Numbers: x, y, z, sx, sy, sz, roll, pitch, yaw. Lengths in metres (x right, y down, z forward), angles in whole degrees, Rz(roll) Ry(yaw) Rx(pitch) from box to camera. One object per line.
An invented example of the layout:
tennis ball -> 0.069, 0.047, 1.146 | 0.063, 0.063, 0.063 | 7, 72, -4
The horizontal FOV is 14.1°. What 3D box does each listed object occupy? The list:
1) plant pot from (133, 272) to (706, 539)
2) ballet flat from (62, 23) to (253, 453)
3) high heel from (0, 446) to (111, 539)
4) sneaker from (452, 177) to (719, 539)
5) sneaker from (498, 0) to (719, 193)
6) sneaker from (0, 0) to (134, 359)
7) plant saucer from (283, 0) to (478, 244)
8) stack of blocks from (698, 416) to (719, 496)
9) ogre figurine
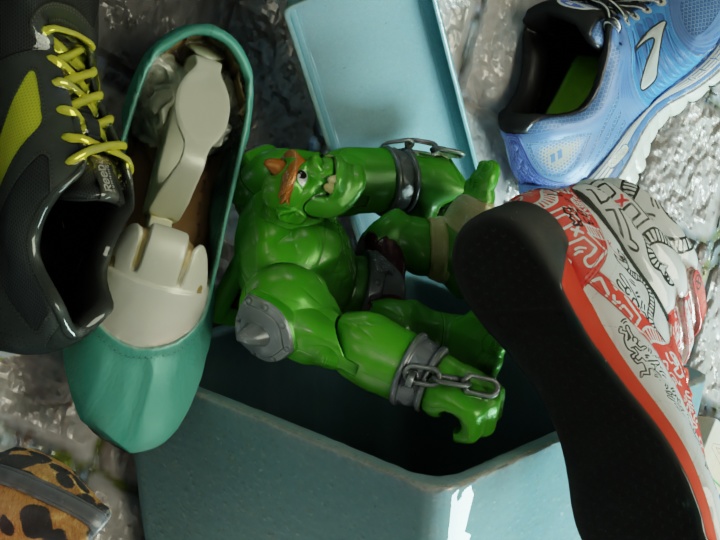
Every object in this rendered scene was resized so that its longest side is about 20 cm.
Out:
plant pot -> 0.021, 0.136, 1.356 | 0.196, 0.196, 0.201 | -18, 118, -46
ballet flat -> -0.088, -0.022, 1.278 | 0.067, 0.070, 0.201 | 12, 67, -7
high heel -> -0.119, 0.145, 1.229 | 0.200, 0.142, 0.071 | 52, 57, -36
sneaker -> 0.125, 0.052, 1.248 | 0.108, 0.067, 0.202 | -21, 80, -50
sneaker -> 0.138, -0.120, 1.536 | 0.200, 0.078, 0.089 | -55, 132, -29
sneaker -> -0.127, -0.058, 1.246 | 0.074, 0.084, 0.201 | 6, 89, -48
plant saucer -> 0.014, -0.074, 1.382 | 0.070, 0.019, 0.200 | -22, 140, -4
stack of blocks -> 0.206, 0.177, 1.649 | 0.200, 0.058, 0.115 | 43, 62, -41
ogre figurine -> 0.000, 0.000, 1.304 | 0.120, 0.098, 0.200 | 10, 53, -12
